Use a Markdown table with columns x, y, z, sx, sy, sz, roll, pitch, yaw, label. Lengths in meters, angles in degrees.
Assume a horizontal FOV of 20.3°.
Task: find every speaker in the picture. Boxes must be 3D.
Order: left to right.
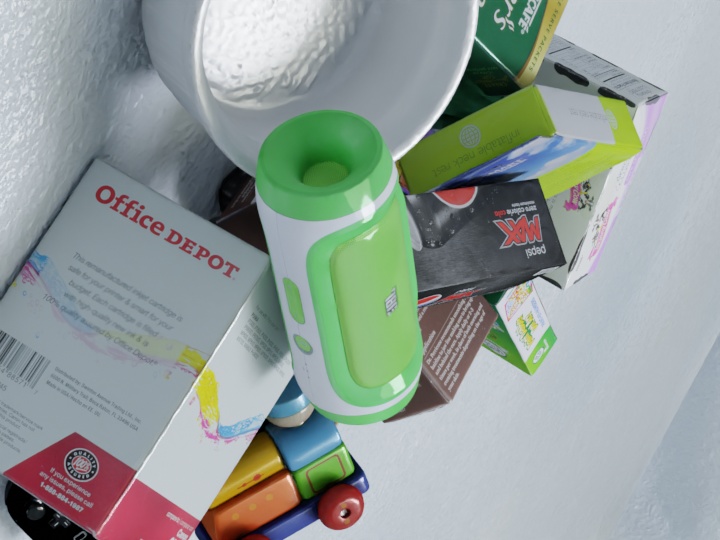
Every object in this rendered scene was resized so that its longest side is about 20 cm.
| x | y | z | sx | sy | sz | roll | pitch | yaw | label |
| --- | --- | --- | --- | --- | --- | --- | --- | --- | --- |
| -0.010 | 0.002 | 1.205 | 0.089 | 0.088 | 0.201 | -48 | 146 | -31 | speaker |

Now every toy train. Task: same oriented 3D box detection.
| x | y | z | sx | sy | sz | roll | pitch | yaw | label |
| --- | --- | --- | --- | --- | --- | --- | --- | --- | --- |
| -0.101 | 0.150 | 1.370 | 0.199 | 0.085 | 0.116 | -28 | 127 | -11 | toy train |

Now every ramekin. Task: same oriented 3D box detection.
| x | y | z | sx | sy | sz | roll | pitch | yaw | label |
| --- | --- | --- | --- | --- | --- | --- | --- | --- | --- |
| -0.035 | -0.158 | 1.216 | 0.199 | 0.098 | 0.202 | -15 | 120 | -28 | ramekin |

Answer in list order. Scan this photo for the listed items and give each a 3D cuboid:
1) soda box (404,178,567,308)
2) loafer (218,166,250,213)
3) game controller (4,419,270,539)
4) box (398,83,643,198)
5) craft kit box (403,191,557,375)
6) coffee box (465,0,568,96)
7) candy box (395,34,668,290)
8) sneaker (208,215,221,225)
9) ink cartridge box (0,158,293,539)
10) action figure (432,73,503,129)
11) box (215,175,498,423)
| x | y | z | sx | sy | sz | roll | pitch | yaw | label |
| --- | --- | --- | --- | --- | --- | --- | --- | --- | --- |
| 0.052 | -0.015 | 1.373 | 0.063 | 0.071 | 0.199 | -25 | 170 | 41 | soda box |
| -0.033 | -0.003 | 1.478 | 0.068 | 0.070 | 0.201 | -45 | 127 | -11 | loafer |
| -0.147 | 0.125 | 1.390 | 0.199 | 0.042 | 0.105 | -36 | 124 | -1 | game controller |
| 0.114 | -0.086 | 1.465 | 0.121 | 0.048 | 0.200 | -26 | 168 | 26 | box |
| 0.052 | -0.007 | 1.586 | 0.049 | 0.199 | 0.198 | -56 | 159 | -6 | craft kit box |
| 0.069 | -0.226 | 1.387 | 0.200 | 0.044 | 0.124 | 43 | 62 | -36 | coffee box |
| 0.123 | -0.108 | 1.622 | 0.071 | 0.199 | 0.169 | -25 | 140 | -58 | candy box |
| -0.122 | 0.047 | 1.449 | 0.085 | 0.074 | 0.201 | -63 | 175 | -72 | sneaker |
| -0.145 | 0.063 | 1.277 | 0.201 | 0.145 | 0.145 | -57 | 159 | -9 | ink cartridge box |
| 0.056 | -0.141 | 1.454 | 0.200 | 0.054 | 0.119 | 14 | 78 | -56 | action figure |
| 0.000 | 0.000 | 1.414 | 0.075 | 0.200 | 0.100 | -20 | -154 | 41 | box |
